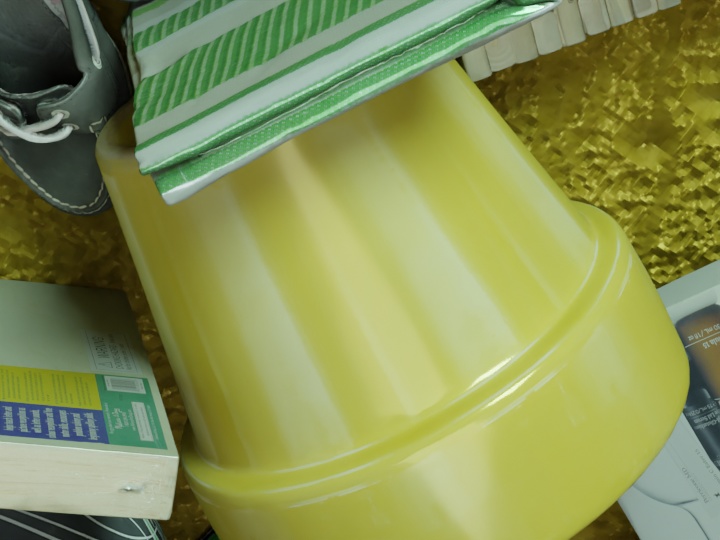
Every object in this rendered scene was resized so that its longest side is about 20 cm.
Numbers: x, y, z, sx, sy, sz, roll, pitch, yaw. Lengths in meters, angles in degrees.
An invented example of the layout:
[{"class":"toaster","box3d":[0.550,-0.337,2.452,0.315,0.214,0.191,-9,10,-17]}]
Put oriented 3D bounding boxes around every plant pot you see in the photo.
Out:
[{"class":"plant pot","box3d":[0.000,0.000,0.751,0.200,0.201,0.189,-27,109,4]}]

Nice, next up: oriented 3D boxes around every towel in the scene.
[{"class":"towel","box3d":[-0.015,-0.097,0.687,0.152,0.200,0.023,-27,115,4]}]

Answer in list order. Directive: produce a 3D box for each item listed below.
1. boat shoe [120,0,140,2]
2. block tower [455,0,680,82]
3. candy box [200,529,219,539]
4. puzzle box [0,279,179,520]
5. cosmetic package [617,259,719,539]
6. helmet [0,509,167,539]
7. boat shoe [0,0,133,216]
[{"class":"boat shoe","box3d":[-0.014,-0.141,0.694,0.199,0.063,0.073,-9,159,29]},{"class":"block tower","box3d":[0.124,-0.142,0.776,0.199,0.054,0.058,-19,120,-2]},{"class":"candy box","box3d":[-0.013,0.229,0.859,0.077,0.200,0.169,-41,119,10]},{"class":"puzzle box","box3d":[-0.146,0.041,0.734,0.132,0.200,0.026,7,104,-14]},{"class":"cosmetic package","box3d":[0.190,0.063,0.809,0.200,0.052,0.151,-30,95,44]},{"class":"helmet","box3d":[-0.168,0.140,0.792,0.190,0.200,0.201,-11,119,-8]},{"class":"boat shoe","box3d":[-0.133,-0.098,0.733,0.067,0.057,0.201,-1,124,14]}]
